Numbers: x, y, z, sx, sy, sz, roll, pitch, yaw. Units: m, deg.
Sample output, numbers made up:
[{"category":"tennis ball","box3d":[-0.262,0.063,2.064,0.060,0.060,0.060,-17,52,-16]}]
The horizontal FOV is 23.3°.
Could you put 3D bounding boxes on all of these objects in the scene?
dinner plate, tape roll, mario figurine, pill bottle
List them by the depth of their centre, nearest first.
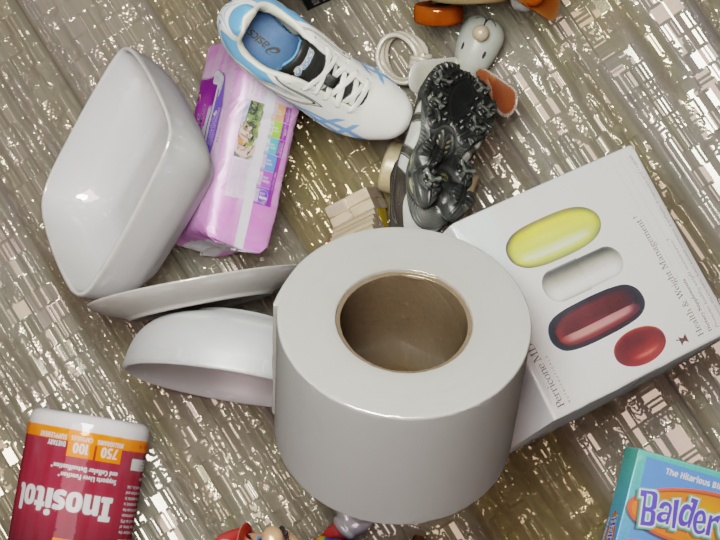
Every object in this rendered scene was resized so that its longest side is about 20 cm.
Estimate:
[{"category":"tape roll","box3d":[0.031,0.083,1.404,0.202,0.139,0.203,1,47,-2]},{"category":"dinner plate","box3d":[-0.146,0.023,1.577,0.200,0.200,0.024,-11,88,4]},{"category":"mario figurine","box3d":[-0.039,0.262,1.581,0.200,0.123,0.106,5,96,2]},{"category":"pill bottle","box3d":[-0.264,0.232,1.606,0.113,0.113,0.200,8,84,6]}]

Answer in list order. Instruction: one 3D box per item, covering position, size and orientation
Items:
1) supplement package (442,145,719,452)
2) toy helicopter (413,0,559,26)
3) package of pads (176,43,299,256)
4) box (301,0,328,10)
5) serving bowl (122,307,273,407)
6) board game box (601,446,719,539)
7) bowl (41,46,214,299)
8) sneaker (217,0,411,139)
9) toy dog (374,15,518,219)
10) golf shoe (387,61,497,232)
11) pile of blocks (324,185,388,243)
[{"category":"supplement package","box3d":[0.177,0.028,1.541,0.200,0.147,0.191,-24,80,-24]},{"category":"toy helicopter","box3d":[0.151,-0.268,1.619,0.200,0.132,0.079,-9,109,-25]},{"category":"package of pads","box3d":[-0.115,-0.113,1.630,0.076,0.120,0.200,15,83,-25]},{"category":"box","box3d":[-0.023,-0.380,1.675,0.164,0.086,0.200,-23,81,3]},{"category":"serving bowl","box3d":[-0.110,0.074,1.571,0.200,0.200,0.066,7,78,6]},{"category":"board game box","box3d":[0.288,0.274,1.569,0.152,0.045,0.200,16,84,-7]},{"category":"bowl","box3d":[-0.209,-0.083,1.609,0.200,0.075,0.200,-57,36,20]},{"category":"sneaker","box3d":[-0.039,-0.173,1.548,0.200,0.072,0.072,30,97,-19]},{"category":"toy dog","box3d":[0.080,-0.145,1.629,0.132,0.096,0.200,-1,83,1]},{"category":"golf shoe","box3d":[0.061,-0.104,1.542,0.078,0.094,0.200,32,44,-11]},{"category":"pile of blocks","box3d":[0.000,0.000,1.604,0.062,0.200,0.082,-26,122,17]}]
